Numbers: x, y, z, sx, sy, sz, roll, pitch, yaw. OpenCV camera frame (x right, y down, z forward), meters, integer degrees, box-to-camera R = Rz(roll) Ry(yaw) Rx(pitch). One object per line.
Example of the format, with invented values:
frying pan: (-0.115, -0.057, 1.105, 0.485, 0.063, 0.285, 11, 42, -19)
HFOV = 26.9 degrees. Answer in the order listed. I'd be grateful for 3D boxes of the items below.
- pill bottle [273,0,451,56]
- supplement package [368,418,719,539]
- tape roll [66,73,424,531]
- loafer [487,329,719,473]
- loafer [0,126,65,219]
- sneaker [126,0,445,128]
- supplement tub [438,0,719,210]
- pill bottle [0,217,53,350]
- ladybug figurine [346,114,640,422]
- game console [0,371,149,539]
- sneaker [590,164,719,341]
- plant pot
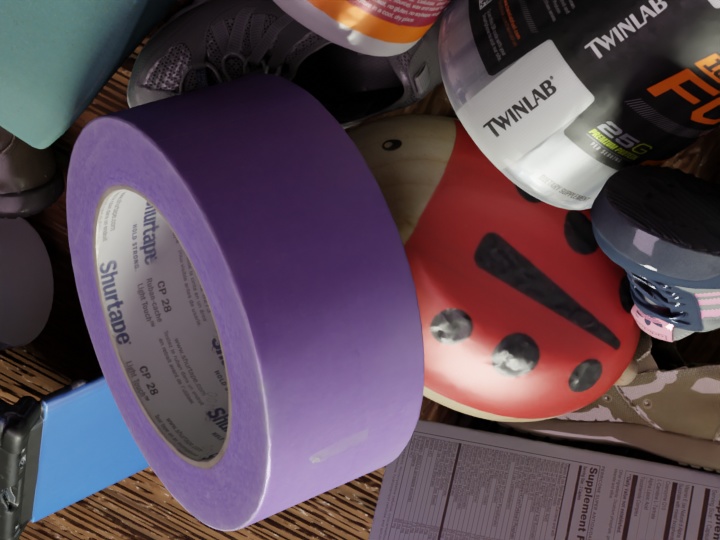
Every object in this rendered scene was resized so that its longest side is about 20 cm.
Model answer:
pill bottle: (0.037, -0.198, 0.648, 0.109, 0.110, 0.200, 37, 122, -7)
supplement package: (0.110, 0.190, 0.846, 0.198, 0.152, 0.152, 9, 159, 16)
tape roll: (-0.060, 0.014, 0.715, 0.200, 0.084, 0.202, 38, 138, 46)
loafer: (0.145, 0.062, 0.829, 0.198, 0.076, 0.068, 10, 93, 24)
loafer: (-0.268, -0.086, 0.892, 0.198, 0.073, 0.072, 9, 118, 9)
sneaker: (-0.043, -0.104, 0.771, 0.198, 0.082, 0.075, -11, 120, 28)
supplement tub: (0.139, -0.124, 0.658, 0.122, 0.123, 0.200, 44, 129, -12)
pill bottle: (-0.296, 0.016, 0.941, 0.198, 0.111, 0.112, -7, 121, 26)
ladybug figurine: (0.065, 0.001, 0.744, 0.199, 0.137, 0.072, 30, 171, -17)
game console: (-0.208, 0.080, 0.923, 0.170, 0.119, 0.200, 30, 148, 3)
sneaker: (0.150, 0.002, 0.696, 0.070, 0.199, 0.082, 45, 113, 26)
plant pot: (-0.147, -0.168, 0.735, 0.141, 0.142, 0.200, 33, 135, -4)
